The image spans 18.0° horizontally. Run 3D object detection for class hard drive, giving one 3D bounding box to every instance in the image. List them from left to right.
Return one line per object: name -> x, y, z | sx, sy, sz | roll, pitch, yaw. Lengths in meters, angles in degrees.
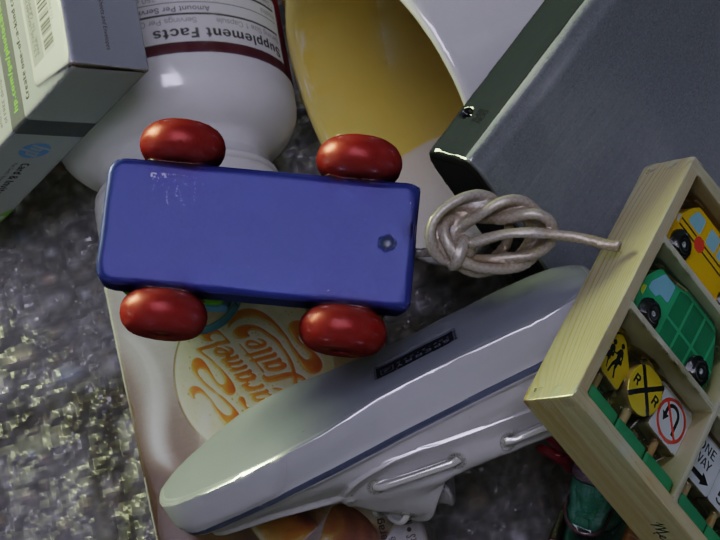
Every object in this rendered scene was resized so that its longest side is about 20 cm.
hard drive -> 0.124, -0.078, 0.955 | 0.033, 0.140, 0.200 | 18, 65, 46

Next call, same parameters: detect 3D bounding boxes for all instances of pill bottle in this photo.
pill bottle -> -0.091, -0.105, 1.048 | 0.113, 0.113, 0.201 | -11, 69, 3

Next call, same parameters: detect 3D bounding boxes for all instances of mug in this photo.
mug -> 0.060, -0.116, 1.015 | 0.153, 0.150, 0.187 | -28, 72, -23

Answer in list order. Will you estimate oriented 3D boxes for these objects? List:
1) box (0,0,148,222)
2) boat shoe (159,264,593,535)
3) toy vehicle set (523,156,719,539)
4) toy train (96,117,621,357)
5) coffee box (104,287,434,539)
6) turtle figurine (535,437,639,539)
box -> -0.168, -0.113, 1.025 | 0.041, 0.200, 0.156 | 3, 64, -35
boat shoe -> 0.017, 0.069, 0.909 | 0.199, 0.074, 0.065 | -25, 108, 14
toy vehicle set -> 0.152, 0.068, 0.907 | 0.026, 0.200, 0.124 | -8, 42, 46
toy train -> 0.000, 0.000, 0.919 | 0.199, 0.116, 0.085 | 5, 77, 2
coffee box -> -0.032, 0.095, 0.985 | 0.114, 0.080, 0.201 | -14, 69, 2
turtle figurine -> 0.117, 0.134, 0.945 | 0.101, 0.150, 0.200 | -21, 37, 44
